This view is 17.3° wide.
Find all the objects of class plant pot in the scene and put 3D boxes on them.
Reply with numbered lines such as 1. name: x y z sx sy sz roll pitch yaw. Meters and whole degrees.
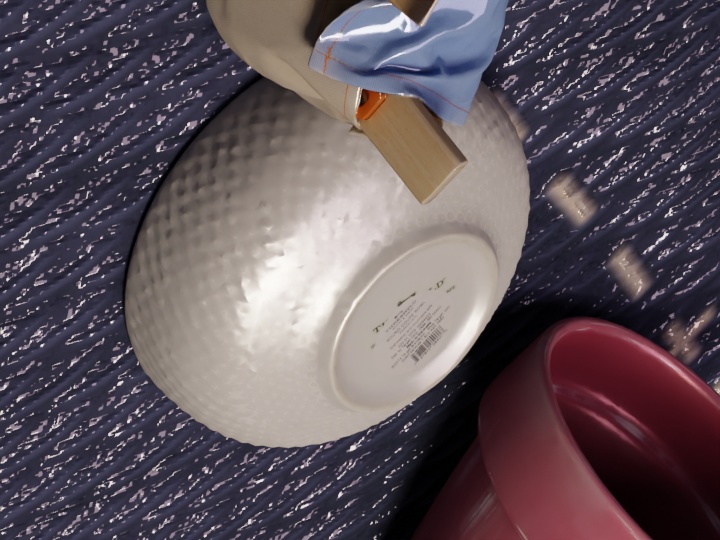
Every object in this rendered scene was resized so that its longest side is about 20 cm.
1. plant pot: 0.112 0.155 1.233 0.199 0.200 0.179 8 134 -49

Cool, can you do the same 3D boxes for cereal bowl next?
1. cereal bowl: 0.000 0.000 1.045 0.199 0.083 0.201 -27 139 -26

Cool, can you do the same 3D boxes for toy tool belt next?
1. toy tool belt: 0.033 -0.137 0.902 0.124 0.123 0.201 3 118 -43
